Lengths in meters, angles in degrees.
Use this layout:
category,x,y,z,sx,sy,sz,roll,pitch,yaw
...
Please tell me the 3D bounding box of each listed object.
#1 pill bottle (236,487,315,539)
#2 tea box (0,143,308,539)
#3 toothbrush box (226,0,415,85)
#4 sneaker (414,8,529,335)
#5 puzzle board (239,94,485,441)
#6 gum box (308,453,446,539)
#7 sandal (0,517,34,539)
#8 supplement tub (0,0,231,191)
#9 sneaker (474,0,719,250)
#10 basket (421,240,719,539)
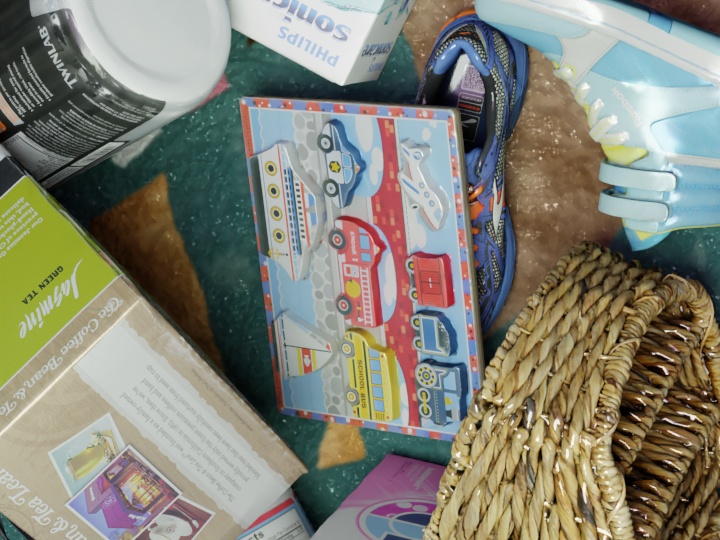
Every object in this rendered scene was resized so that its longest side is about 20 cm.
category,x,y,z,sx,sy,sz,roll,pitch,yaw
pill bottle,-0.071,0.189,1.397,0.109,0.109,0.200,-29,88,16
tea box,-0.165,0.057,1.282,0.134,0.200,0.197,-43,51,-3
toothbrush box,-0.019,-0.227,1.351,0.146,0.085,0.200,28,102,10
sneaker,0.051,-0.051,1.355,0.075,0.078,0.201,4,97,15
puzzle board,0.000,0.000,1.360,0.150,0.017,0.201,6,111,34
gum box,0.037,0.175,1.325,0.113,0.200,0.066,12,110,16
sandal,-0.183,0.150,1.402,0.200,0.043,0.076,32,125,49
supplement tub,-0.177,-0.115,1.335,0.200,0.122,0.123,-24,89,44
sneaker,0.140,-0.086,1.317,0.199,0.080,0.131,22,102,2
basket,0.145,0.084,1.271,0.149,0.200,0.143,25,123,12
